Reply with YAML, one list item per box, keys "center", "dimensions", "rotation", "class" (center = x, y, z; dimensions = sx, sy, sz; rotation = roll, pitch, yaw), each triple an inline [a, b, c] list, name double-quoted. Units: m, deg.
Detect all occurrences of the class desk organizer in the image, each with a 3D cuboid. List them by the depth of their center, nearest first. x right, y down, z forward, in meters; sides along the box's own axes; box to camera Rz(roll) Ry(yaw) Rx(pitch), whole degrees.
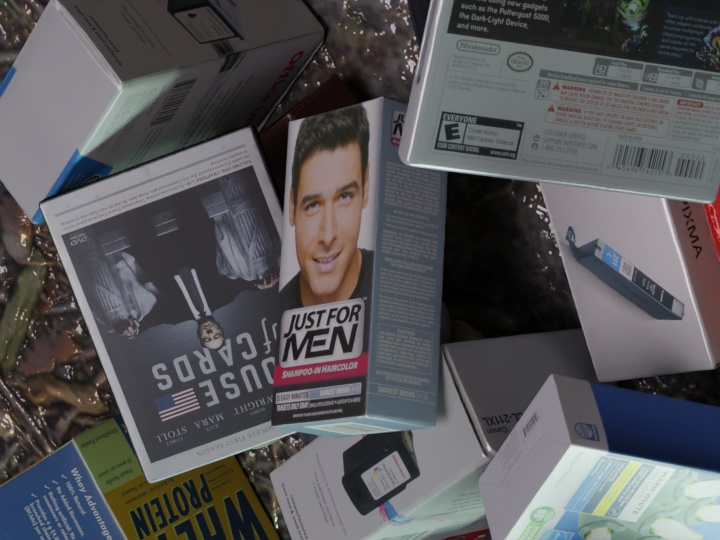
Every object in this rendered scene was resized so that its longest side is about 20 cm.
- center: [-0.066, -0.049, 1.606]
  dimensions: [0.077, 0.072, 0.200]
  rotation: [51, 133, -5]
  class: "desk organizer"

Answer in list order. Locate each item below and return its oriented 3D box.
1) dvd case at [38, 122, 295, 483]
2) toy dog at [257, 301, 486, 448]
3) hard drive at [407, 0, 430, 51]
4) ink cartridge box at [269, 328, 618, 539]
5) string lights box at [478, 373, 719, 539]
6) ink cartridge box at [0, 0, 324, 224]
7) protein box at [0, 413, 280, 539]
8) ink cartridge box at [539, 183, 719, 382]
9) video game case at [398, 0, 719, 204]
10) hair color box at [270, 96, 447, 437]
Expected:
- center: [-0.104, 0.023, 1.501]
  dimensions: [0.150, 0.025, 0.200]
  rotation: [-20, 98, 6]
  class: "dvd case"
- center: [-0.012, 0.047, 1.590]
  dimensions: [0.200, 0.096, 0.132]
  rotation: [-12, 143, 14]
  class: "toy dog"
- center: [0.087, -0.166, 1.379]
  dimensions: [0.135, 0.042, 0.200]
  rotation: [3, 119, 34]
  class: "hard drive"
- center: [0.060, 0.120, 1.522]
  dimensions: [0.200, 0.146, 0.083]
  rotation: [-40, 65, 42]
  class: "ink cartridge box"
- center: [0.185, 0.131, 1.399]
  dimensions: [0.059, 0.200, 0.103]
  rotation: [-102, 32, -44]
  class: "string lights box"
- center: [-0.142, -0.126, 1.561]
  dimensions: [0.086, 0.200, 0.146]
  rotation: [51, 131, 14]
  class: "ink cartridge box"
- center: [-0.183, 0.226, 1.781]
  dimensions: [0.200, 0.135, 0.199]
  rotation: [-32, 85, 43]
  class: "protein box"
- center: [0.198, -0.039, 1.418]
  dimensions: [0.176, 0.045, 0.200]
  rotation: [-11, 100, 43]
  class: "ink cartridge box"
- center: [0.134, -0.137, 1.328]
  dimensions: [0.023, 0.200, 0.182]
  rotation: [-127, 47, -65]
  class: "video game case"
- center: [0.000, 0.000, 1.448]
  dimensions: [0.099, 0.061, 0.200]
  rotation: [-11, 72, 50]
  class: "hair color box"
